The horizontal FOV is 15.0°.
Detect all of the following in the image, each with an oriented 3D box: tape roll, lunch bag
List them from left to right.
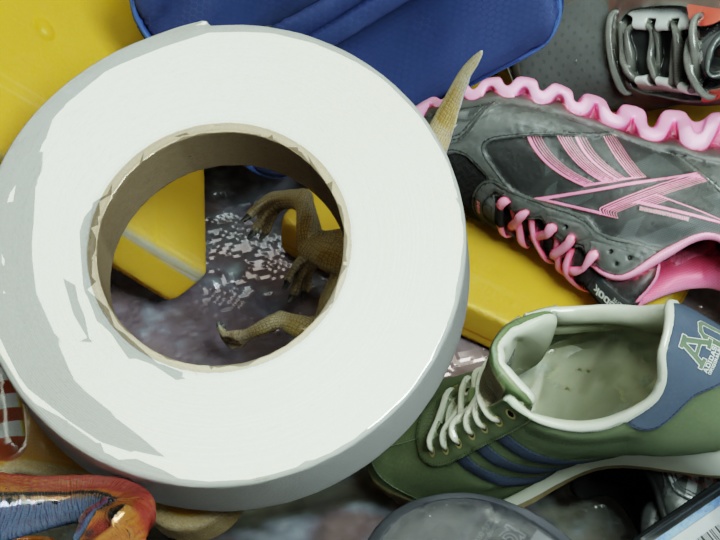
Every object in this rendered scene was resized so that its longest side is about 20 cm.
[{"bbox_3d":[-0.055,-0.004,1.109,0.202,0.037,0.204,-2,69,5],"label":"tape roll"},{"bbox_3d":[0.003,-0.141,1.233,0.199,0.136,0.133,-28,28,22],"label":"lunch bag"}]

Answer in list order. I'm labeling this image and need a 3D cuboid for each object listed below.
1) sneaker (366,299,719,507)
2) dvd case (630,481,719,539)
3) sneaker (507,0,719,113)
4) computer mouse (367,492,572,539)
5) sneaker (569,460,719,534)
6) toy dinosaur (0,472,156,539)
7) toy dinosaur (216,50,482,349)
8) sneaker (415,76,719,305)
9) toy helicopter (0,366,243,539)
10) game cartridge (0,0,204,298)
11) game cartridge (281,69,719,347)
[{"bbox_3d":[0.071,0.047,1.102,0.199,0.090,0.067,-10,56,35],"label":"sneaker"},{"bbox_3d":[0.143,0.195,1.038,0.142,0.018,0.200,-31,72,-19],"label":"dvd case"},{"bbox_3d":[0.149,-0.107,1.220,0.199,0.077,0.082,-9,13,27],"label":"sneaker"},{"bbox_3d":[0.084,0.168,1.091,0.200,0.053,0.139,34,62,13],"label":"computer mouse"},{"bbox_3d":[0.167,0.109,1.130,0.200,0.071,0.098,37,64,21],"label":"sneaker"},{"bbox_3d":[-0.177,0.092,1.051,0.181,0.105,0.201,-25,87,-3],"label":"toy dinosaur"},{"bbox_3d":[0.000,0.000,1.195,0.101,0.058,0.201,14,79,38],"label":"toy dinosaur"},{"bbox_3d":[0.103,-0.025,1.209,0.199,0.079,0.096,6,66,6],"label":"sneaker"},{"bbox_3d":[-0.143,0.078,1.133,0.199,0.079,0.133,13,66,17],"label":"toy helicopter"},{"bbox_3d":[-0.152,-0.100,1.223,0.200,0.032,0.177,31,39,-34],"label":"game cartridge"},{"bbox_3d":[0.086,-0.046,1.284,0.176,0.033,0.200,25,56,17],"label":"game cartridge"}]
